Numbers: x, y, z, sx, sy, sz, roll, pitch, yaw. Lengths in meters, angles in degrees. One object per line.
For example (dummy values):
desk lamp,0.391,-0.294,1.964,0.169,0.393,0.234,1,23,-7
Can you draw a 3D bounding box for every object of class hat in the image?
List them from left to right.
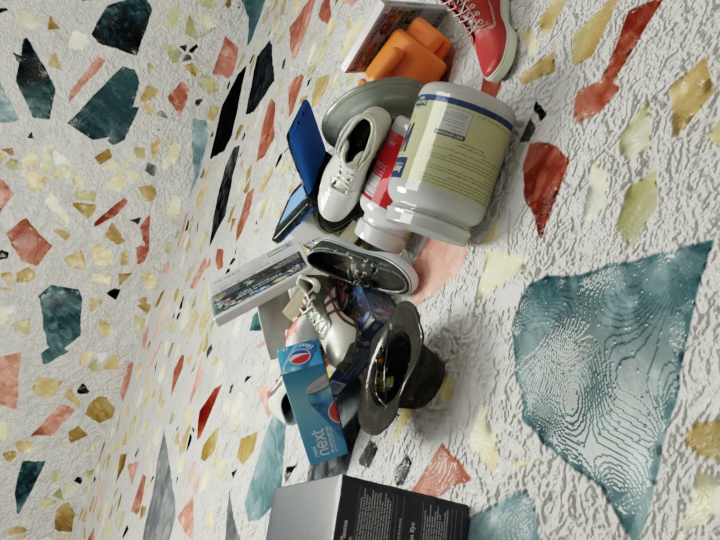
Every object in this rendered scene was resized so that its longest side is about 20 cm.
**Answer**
hat,0.068,0.145,1.131,0.201,0.081,0.202,-162,90,-75

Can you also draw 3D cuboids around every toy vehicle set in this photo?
toy vehicle set,-0.062,0.009,1.431,0.200,0.026,0.124,-53,-5,-9

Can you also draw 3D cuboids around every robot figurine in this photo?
robot figurine,0.072,-0.336,1.411,0.200,0.116,0.144,-52,16,14

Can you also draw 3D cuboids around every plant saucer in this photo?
plant saucer,0.036,-0.241,1.354,0.200,0.199,0.050,-44,53,46

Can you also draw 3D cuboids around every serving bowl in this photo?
serving bowl,-0.173,0.078,1.648,0.200,0.065,0.201,167,90,-86

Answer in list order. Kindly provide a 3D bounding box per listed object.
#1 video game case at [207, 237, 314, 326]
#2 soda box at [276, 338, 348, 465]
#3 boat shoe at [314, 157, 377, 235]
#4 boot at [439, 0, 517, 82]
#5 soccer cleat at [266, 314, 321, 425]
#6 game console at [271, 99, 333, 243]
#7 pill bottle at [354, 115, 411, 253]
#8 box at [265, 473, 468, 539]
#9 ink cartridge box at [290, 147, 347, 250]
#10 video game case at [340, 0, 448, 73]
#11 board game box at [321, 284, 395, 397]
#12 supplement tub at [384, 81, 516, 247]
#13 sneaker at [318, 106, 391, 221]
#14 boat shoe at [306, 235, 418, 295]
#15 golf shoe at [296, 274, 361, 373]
video game case,-0.188,0.018,1.507,0.199,0.023,0.182,-28,23,-3
soda box,-0.074,0.208,1.269,0.064,0.067,0.201,-111,7,-55
boat shoe,0.002,-0.141,1.409,0.201,0.072,0.066,-43,13,-19
boot,0.162,-0.384,1.234,0.072,0.144,0.201,-42,38,45
soccer cleat,-0.101,0.165,1.355,0.085,0.068,0.201,44,117,52
game console,-0.120,-0.174,1.413,0.171,0.118,0.200,-43,17,26
pill bottle,0.068,-0.135,1.292,0.201,0.112,0.112,-66,24,14
box,0.002,0.331,1.005,0.200,0.181,0.105,-32,44,55
ink cartridge box,-0.048,-0.146,1.523,0.146,0.083,0.201,-17,40,61
video game case,0.063,-0.415,1.443,0.018,0.200,0.143,50,127,17
board game box,-0.011,0.083,1.368,0.200,0.061,0.200,-54,28,35
supplement tub,0.123,-0.147,1.140,0.145,0.144,0.201,19,90,66
sneaker,-0.024,-0.160,1.258,0.201,0.073,0.116,-64,-6,19
boat shoe,0.000,0.000,1.297,0.199,0.057,0.069,21,130,33
golf shoe,-0.055,0.082,1.282,0.077,0.088,0.200,-56,29,27
